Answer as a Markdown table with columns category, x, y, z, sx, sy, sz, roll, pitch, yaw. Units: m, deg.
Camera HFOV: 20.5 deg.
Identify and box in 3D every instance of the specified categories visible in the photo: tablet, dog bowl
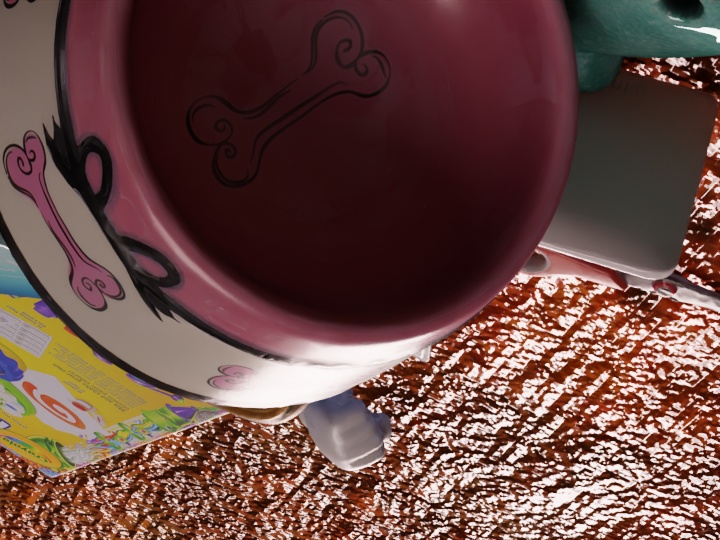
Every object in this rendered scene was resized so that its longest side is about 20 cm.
| category | x | y | z | sx | sy | sz | roll | pitch | yaw |
| --- | --- | --- | --- | --- | --- | --- | --- | --- | --- |
| tablet | 0.032 | -0.062 | 0.756 | 0.200 | 0.130 | 0.014 | 17 | 128 | 7 |
| dog bowl | -0.018 | -0.057 | 0.629 | 0.200 | 0.200 | 0.074 | 36 | 160 | -22 |

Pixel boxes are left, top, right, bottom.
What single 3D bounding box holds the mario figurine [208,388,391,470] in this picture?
| category | x | y | z | sx | sy | sz | roll | pitch | yaw |
| --- | --- | --- | --- | --- | --- | --- | --- | --- | --- |
| mario figurine | 0.000 | 0.000 | 0.806 | 0.106 | 0.200 | 0.123 | 36 | 107 | 9 |

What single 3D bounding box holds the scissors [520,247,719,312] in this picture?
| category | x | y | z | sx | sy | sz | roll | pitch | yaw |
| --- | --- | --- | --- | --- | --- | --- | --- | --- | --- |
| scissors | 0.126 | 0.004 | 0.906 | 0.200 | 0.014 | 0.073 | 27 | 146 | -10 |

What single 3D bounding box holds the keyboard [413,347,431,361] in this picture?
| category | x | y | z | sx | sy | sz | roll | pitch | yaw |
| --- | --- | --- | --- | --- | --- | --- | --- | --- | --- |
| keyboard | 0.014 | -0.021 | 0.921 | 0.056 | 0.011 | 0.200 | 31 | 151 | 17 |

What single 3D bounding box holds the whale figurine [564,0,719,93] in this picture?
| category | x | y | z | sx | sy | sz | roll | pitch | yaw |
| --- | --- | --- | --- | --- | --- | --- | --- | --- | --- |
| whale figurine | 0.098 | -0.108 | 0.667 | 0.159 | 0.104 | 0.200 | 31 | 147 | -16 |

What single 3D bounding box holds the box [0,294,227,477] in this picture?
| category | x | y | z | sx | sy | sz | roll | pitch | yaw |
| --- | --- | --- | --- | --- | --- | --- | --- | --- | --- |
| box | -0.158 | -0.017 | 0.930 | 0.200 | 0.122 | 0.193 | 36 | 147 | -22 |

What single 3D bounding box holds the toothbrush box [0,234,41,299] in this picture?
| category | x | y | z | sx | sy | sz | roll | pitch | yaw |
| --- | --- | --- | --- | --- | --- | --- | --- | --- | --- |
| toothbrush box | -0.140 | -0.078 | 0.719 | 0.085 | 0.146 | 0.200 | 6 | 170 | 25 |
